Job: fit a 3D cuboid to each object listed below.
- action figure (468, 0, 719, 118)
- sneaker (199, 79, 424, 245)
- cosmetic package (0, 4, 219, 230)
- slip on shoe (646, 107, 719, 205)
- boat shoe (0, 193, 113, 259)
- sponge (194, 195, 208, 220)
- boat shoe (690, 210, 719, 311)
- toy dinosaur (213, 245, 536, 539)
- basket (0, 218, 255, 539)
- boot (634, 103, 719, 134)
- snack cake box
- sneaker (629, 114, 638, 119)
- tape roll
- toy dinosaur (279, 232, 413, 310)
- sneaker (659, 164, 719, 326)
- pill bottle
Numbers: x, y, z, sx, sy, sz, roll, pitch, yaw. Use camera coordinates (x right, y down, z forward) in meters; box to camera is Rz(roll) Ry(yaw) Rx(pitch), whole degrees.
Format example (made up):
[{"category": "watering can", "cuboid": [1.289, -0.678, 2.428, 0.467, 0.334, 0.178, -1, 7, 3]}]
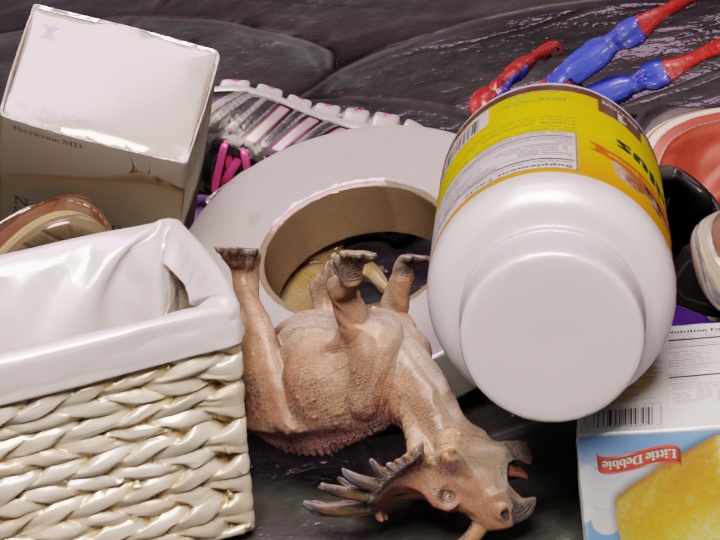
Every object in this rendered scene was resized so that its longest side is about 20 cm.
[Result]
[{"category": "action figure", "cuboid": [0.143, -0.120, 1.461, 0.200, 0.065, 0.099, -27, 6, 23]}, {"category": "sneaker", "cuboid": [-0.045, -0.057, 1.407, 0.199, 0.074, 0.088, 7, 38, -13]}, {"category": "cosmetic package", "cuboid": [-0.140, -0.051, 1.267, 0.103, 0.200, 0.073, 14, 63, 0]}, {"category": "slip on shoe", "cuboid": [0.245, -0.046, 1.269, 0.199, 0.074, 0.061, 9, 7, -9]}, {"category": "boat shoe", "cuboid": [-0.208, 0.031, 1.202, 0.200, 0.072, 0.068, -36, 27, 7]}, {"category": "sponge", "cuboid": [-0.163, -0.016, 1.437, 0.200, 0.030, 0.111, -26, 29, -38]}, {"category": "boat shoe", "cuboid": [0.256, 0.000, 1.123, 0.199, 0.072, 0.076, 9, 50, -28]}, {"category": "toy dinosaur", "cuboid": [-0.014, 0.058, 1.097, 0.086, 0.136, 0.200, 3, 0, -39]}, {"category": "basket", "cuboid": [-0.156, 0.069, 1.105, 0.199, 0.124, 0.136, -12, 22, -13]}, {"category": "boot", "cuboid": [0.240, -0.061, 1.342, 0.131, 0.070, 0.200, 10, 22, 35]}, {"category": "snack cake box", "cuboid": [0.199, 0.072, 1.052, 0.199, 0.067, 0.115, -4, 20, 9]}, {"category": "sneaker", "cuboid": [0.110, -0.053, 1.365, 0.083, 0.072, 0.200, -13, -7, 27]}, {"category": "tape roll", "cuboid": [0.000, 0.000, 1.236, 0.202, 0.037, 0.203, -9, 42, 8]}, {"category": "toy dinosaur", "cuboid": [-0.029, 0.004, 1.308, 0.101, 0.058, 0.200, -20, 25, -24]}, {"category": "sneaker", "cuboid": [0.155, -0.011, 1.221, 0.069, 0.100, 0.200, -14, 20, -15]}, {"category": "pill bottle", "cuboid": [0.086, -0.008, 1.055, 0.109, 0.110, 0.200, -5, 21, 7]}]
